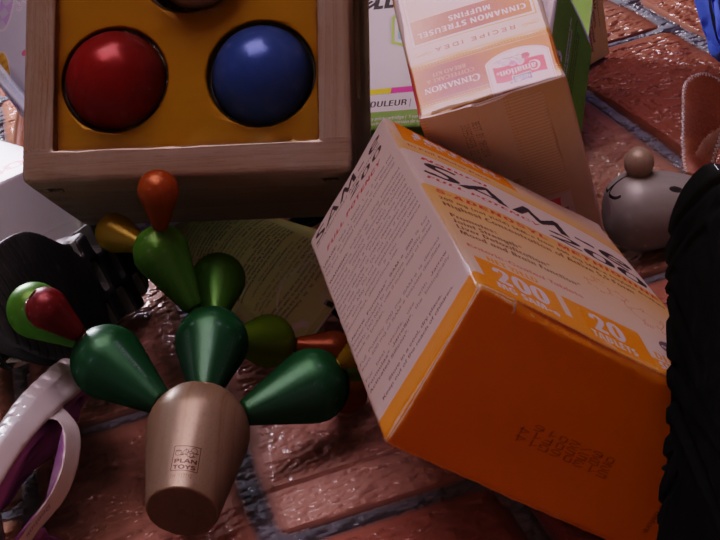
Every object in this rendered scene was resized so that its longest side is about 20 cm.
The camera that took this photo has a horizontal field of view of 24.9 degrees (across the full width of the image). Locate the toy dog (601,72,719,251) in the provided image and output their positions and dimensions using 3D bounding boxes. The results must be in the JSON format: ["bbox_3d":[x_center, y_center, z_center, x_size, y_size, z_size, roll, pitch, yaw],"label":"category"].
[{"bbox_3d":[0.225,-0.075,0.843,0.200,0.097,0.132,-24,26,-23],"label":"toy dog"}]

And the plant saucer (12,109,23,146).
[{"bbox_3d":[-0.153,-0.112,1.077,0.200,0.201,0.037,12,-8,45],"label":"plant saucer"}]

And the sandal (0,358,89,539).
[{"bbox_3d":[-0.148,0.098,0.716,0.050,0.083,0.203,32,27,-4],"label":"sandal"}]

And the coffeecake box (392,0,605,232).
[{"bbox_3d":[0.062,-0.121,0.847,0.073,0.154,0.200,-16,56,7],"label":"coffeecake box"}]

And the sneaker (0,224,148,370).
[{"bbox_3d":[-0.180,0.024,0.864,0.088,0.074,0.200,-25,0,9],"label":"sneaker"}]

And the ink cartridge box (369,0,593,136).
[{"bbox_3d":[0.064,-0.155,1.011,0.147,0.076,0.200,-2,63,25],"label":"ink cartridge box"}]

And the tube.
[{"bbox_3d":[-0.066,-0.005,0.909,0.052,0.058,0.200,-8,18,-32],"label":"tube"}]

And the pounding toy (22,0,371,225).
[{"bbox_3d":[-0.093,-0.135,0.799,0.184,0.201,0.142,-2,-10,6],"label":"pounding toy"}]

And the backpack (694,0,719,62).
[{"bbox_3d":[0.282,-0.195,0.970,0.167,0.163,0.200,-9,14,-29],"label":"backpack"}]

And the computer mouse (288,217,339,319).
[{"bbox_3d":[0.000,0.000,0.889,0.059,0.034,0.200,-48,25,-4],"label":"computer mouse"}]

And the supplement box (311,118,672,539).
[{"bbox_3d":[0.061,0.019,0.678,0.126,0.074,0.200,25,16,-19],"label":"supplement box"}]

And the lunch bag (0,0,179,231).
[{"bbox_3d":[-0.119,-0.129,0.938,0.170,0.127,0.200,-40,59,-1],"label":"lunch bag"}]

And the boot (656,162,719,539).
[{"bbox_3d":[0.192,0.063,0.562,0.168,0.076,0.201,10,65,-10],"label":"boot"}]

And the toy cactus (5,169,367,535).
[{"bbox_3d":[-0.063,0.042,0.732,0.200,0.102,0.165,14,39,-8],"label":"toy cactus"}]

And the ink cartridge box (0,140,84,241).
[{"bbox_3d":[-0.279,-0.021,1.015,0.146,0.086,0.200,-29,26,-30],"label":"ink cartridge box"}]

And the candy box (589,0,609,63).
[{"bbox_3d":[0.078,-0.207,1.187,0.200,0.117,0.056,9,30,43],"label":"candy box"}]
